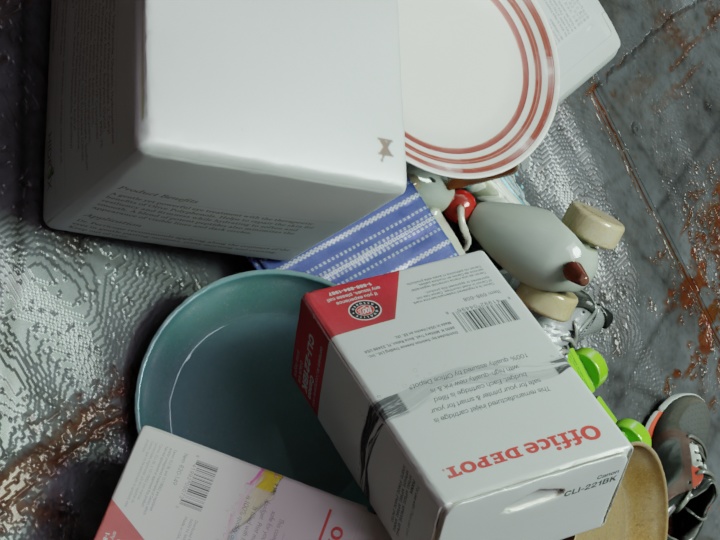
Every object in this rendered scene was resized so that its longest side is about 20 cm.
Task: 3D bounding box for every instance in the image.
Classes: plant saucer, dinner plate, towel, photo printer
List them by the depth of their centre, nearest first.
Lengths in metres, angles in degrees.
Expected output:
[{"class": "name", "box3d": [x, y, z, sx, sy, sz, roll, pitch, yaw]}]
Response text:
[{"class": "plant saucer", "box3d": [-0.061, 0.099, 1.251, 0.200, 0.036, 0.200, 3, 73, -9]}, {"class": "towel", "box3d": [0.000, 0.000, 1.326, 0.145, 0.024, 0.200, -30, 81, -19]}, {"class": "dinner plate", "box3d": [0.064, -0.164, 1.351, 0.200, 0.024, 0.200, 8, 71, -25]}, {"class": "photo printer", "box3d": [0.102, -0.191, 1.438, 0.200, 0.069, 0.166, -41, 102, -30]}, {"class": "plant saucer", "box3d": [0.197, 0.236, 1.448, 0.200, 0.035, 0.200, -20, 114, -55]}]

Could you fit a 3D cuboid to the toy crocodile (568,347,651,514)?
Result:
[{"class": "toy crocodile", "box3d": [0.193, 0.130, 1.537, 0.068, 0.062, 0.200, -38, 100, -44]}]

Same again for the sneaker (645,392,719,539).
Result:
[{"class": "sneaker", "box3d": [0.297, 0.193, 1.597, 0.077, 0.082, 0.200, 45, 50, -26]}]

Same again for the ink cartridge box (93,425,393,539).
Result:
[{"class": "ink cartridge box", "box3d": [-0.071, 0.194, 1.156, 0.200, 0.068, 0.117, 21, 67, 2]}]

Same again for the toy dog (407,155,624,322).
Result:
[{"class": "toy dog", "box3d": [0.111, -0.026, 1.386, 0.200, 0.096, 0.132, 6, 100, -3]}]

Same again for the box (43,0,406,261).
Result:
[{"class": "box", "box3d": [-0.096, -0.131, 1.217, 0.199, 0.171, 0.200, 8, 71, -29]}]

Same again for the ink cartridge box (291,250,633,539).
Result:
[{"class": "ink cartridge box", "box3d": [0.062, 0.093, 1.167, 0.144, 0.084, 0.200, -14, 46, -24]}]

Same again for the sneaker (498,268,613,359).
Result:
[{"class": "sneaker", "box3d": [0.166, 0.080, 1.458, 0.115, 0.075, 0.200, -22, 82, -6]}]

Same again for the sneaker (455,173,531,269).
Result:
[{"class": "sneaker", "box3d": [0.114, -0.070, 1.505, 0.200, 0.078, 0.086, 49, 45, -23]}]
